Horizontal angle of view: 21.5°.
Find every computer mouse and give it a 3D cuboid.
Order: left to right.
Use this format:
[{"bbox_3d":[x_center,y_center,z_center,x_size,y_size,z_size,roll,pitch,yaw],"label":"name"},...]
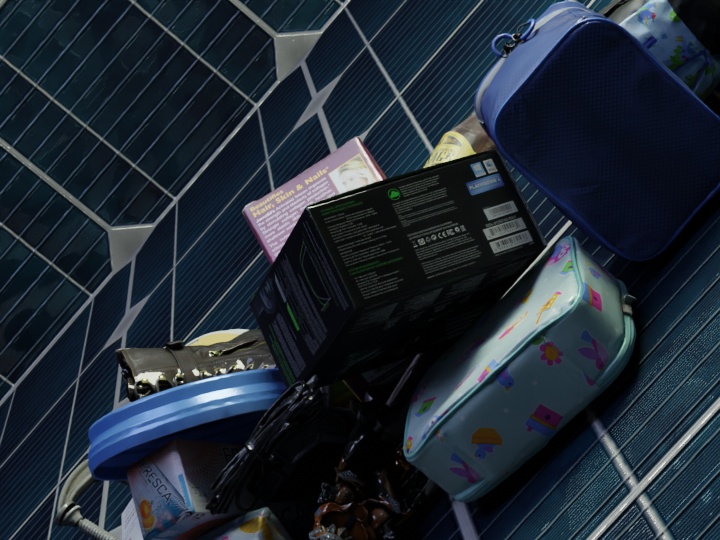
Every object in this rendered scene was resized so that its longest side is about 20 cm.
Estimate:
[{"bbox_3d":[-0.043,0.143,1.558,0.139,0.053,0.200,-49,-29,14],"label":"computer mouse"}]

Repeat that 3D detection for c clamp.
[{"bbox_3d":[-0.221,0.259,1.867,0.171,0.200,0.027,-38,-27,-43],"label":"c clamp"}]

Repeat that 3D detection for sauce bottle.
[{"bbox_3d":[0.104,-0.111,2.010,0.066,0.066,0.200,-31,24,55],"label":"sauce bottle"}]

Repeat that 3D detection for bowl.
[{"bbox_3d":[-0.135,0.129,1.596,0.201,0.039,0.201,-16,-14,-4],"label":"bowl"}]

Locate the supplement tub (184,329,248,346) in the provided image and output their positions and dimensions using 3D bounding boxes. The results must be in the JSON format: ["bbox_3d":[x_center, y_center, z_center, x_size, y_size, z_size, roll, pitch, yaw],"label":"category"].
[{"bbox_3d":[-0.143,0.143,1.916,0.145,0.145,0.200,-46,2,16],"label":"supplement tub"}]

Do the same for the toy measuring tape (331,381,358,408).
[{"bbox_3d":[-0.027,0.122,1.783,0.200,0.074,0.074,-35,20,41],"label":"toy measuring tape"}]

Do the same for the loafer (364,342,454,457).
[{"bbox_3d":[0.035,0.107,1.652,0.200,0.063,0.072,-45,14,20],"label":"loafer"}]

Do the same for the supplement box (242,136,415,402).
[{"bbox_3d":[0.000,0.000,1.713,0.131,0.103,0.200,-32,53,4],"label":"supplement box"}]

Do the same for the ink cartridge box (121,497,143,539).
[{"bbox_3d":[-0.149,0.246,1.723,0.145,0.084,0.200,-56,22,21],"label":"ink cartridge box"}]

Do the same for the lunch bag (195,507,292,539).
[{"bbox_3d":[-0.130,0.311,1.516,0.200,0.127,0.170,-29,23,30],"label":"lunch bag"}]

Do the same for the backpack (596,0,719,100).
[{"bbox_3d":[0.230,-0.164,1.602,0.200,0.154,0.163,-28,7,19],"label":"backpack"}]

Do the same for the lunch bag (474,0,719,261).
[{"bbox_3d":[0.181,-0.116,1.482,0.136,0.200,0.132,-46,12,7],"label":"lunch bag"}]

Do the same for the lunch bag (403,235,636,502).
[{"bbox_3d":[0.123,0.072,1.433,0.200,0.077,0.160,-44,10,18],"label":"lunch bag"}]

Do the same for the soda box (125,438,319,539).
[{"bbox_3d":[-0.101,0.189,1.591,0.064,0.200,0.068,-32,64,31],"label":"soda box"}]

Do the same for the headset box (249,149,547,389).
[{"bbox_3d":[0.024,0.008,1.501,0.174,0.093,0.200,-18,-18,-24],"label":"headset box"}]

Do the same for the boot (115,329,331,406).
[{"bbox_3d":[-0.128,0.106,1.738,0.200,0.174,0.069,-146,52,-63],"label":"boot"}]

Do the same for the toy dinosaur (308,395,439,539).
[{"bbox_3d":[0.006,0.175,1.514,0.136,0.102,0.200,-60,12,23],"label":"toy dinosaur"}]
